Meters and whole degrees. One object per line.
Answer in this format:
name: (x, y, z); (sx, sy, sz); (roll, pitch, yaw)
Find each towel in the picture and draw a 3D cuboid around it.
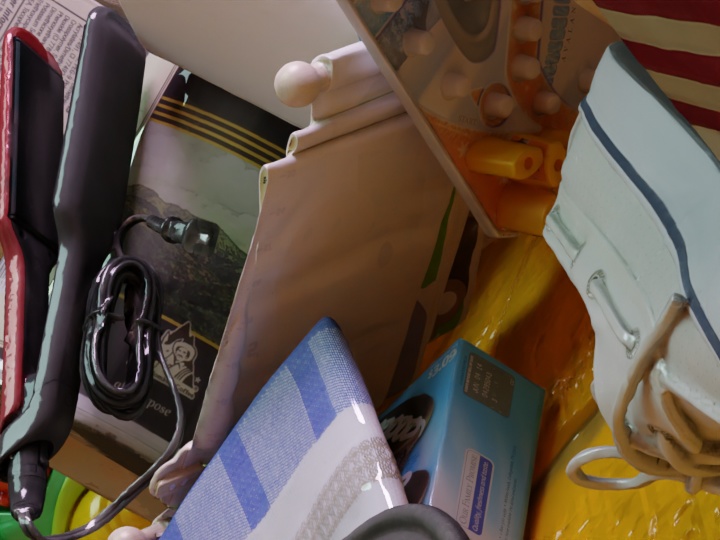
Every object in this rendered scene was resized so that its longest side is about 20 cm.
towel: (-0.025, 0.126, 0.825); (0.147, 0.024, 0.200); (-55, 32, 27)

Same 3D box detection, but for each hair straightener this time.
hair straightener: (-0.087, -0.002, 0.952); (0.077, 0.041, 0.201); (-14, 54, 23)

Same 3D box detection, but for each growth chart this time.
growth chart: (0.000, 0.000, 0.914); (0.144, 0.018, 0.201); (-15, -46, -46)

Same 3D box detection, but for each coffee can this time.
coffee can: (-0.044, -0.013, 1.056); (0.200, 0.146, 0.146); (-62, 15, -13)

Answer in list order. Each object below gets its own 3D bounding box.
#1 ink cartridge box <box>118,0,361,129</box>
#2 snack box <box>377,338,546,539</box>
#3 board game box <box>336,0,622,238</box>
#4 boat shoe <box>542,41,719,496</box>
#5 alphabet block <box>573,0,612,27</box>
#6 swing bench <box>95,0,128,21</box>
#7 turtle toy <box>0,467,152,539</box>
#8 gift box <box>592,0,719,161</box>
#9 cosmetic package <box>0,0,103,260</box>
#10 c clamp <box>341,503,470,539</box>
ink cartridge box: (0.016, -0.156, 0.948); (0.200, 0.125, 0.129); (-55, -25, -15)
snack box: (-0.018, 0.122, 0.906); (0.200, 0.037, 0.116); (-46, 21, 38)
board game box: (0.061, -0.143, 0.861); (0.026, 0.200, 0.200); (15, 60, 43)
boat shoe: (0.083, 0.021, 0.683); (0.086, 0.074, 0.202); (-65, 25, 19)
alphabet block: (0.120, -0.156, 0.703); (0.197, 0.200, 0.195); (-60, 14, -8)
swing bench: (-0.038, -0.143, 1.199); (0.200, 0.199, 0.130); (-52, 15, 22)
turtle toy: (-0.145, 0.091, 1.262); (0.146, 0.101, 0.200); (-33, 29, 59)
gift box: (0.146, -0.080, 0.515); (0.185, 0.200, 0.187); (-45, 12, -3)
cosmetic package: (-0.096, -0.032, 1.164); (0.104, 0.200, 0.087); (-60, 13, -16)
c clamp: (-0.019, 0.148, 0.744); (0.200, 0.027, 0.171); (-37, 40, 42)
